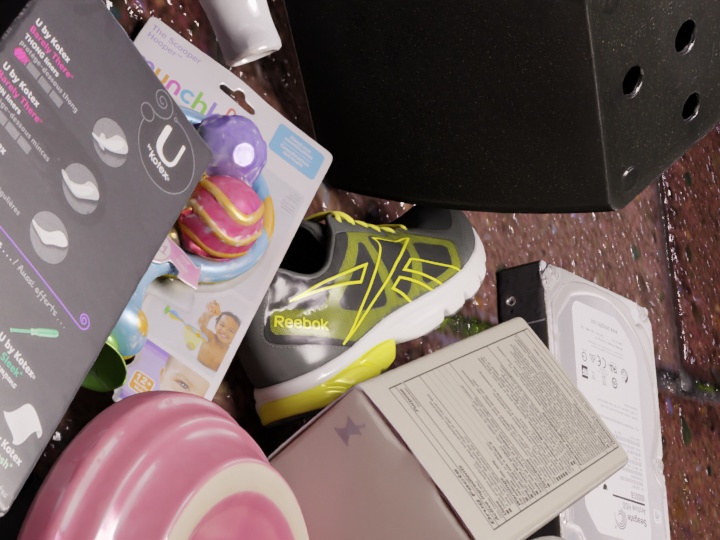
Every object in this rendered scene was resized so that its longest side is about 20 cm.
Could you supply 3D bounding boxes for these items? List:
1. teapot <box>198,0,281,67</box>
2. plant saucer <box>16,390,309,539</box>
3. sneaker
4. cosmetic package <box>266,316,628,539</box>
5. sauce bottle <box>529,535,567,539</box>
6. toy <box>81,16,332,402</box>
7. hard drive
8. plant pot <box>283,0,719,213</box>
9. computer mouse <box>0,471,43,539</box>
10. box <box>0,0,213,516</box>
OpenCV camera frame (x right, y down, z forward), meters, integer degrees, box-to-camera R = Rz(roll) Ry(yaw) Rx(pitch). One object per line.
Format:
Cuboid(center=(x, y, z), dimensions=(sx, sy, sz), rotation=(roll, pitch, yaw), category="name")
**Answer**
Cuboid(center=(-0.085, -0.198, 0.841), dimensions=(0.200, 0.197, 0.146), rotation=(-53, 139, -35), category="teapot")
Cuboid(center=(-0.073, 0.150, 0.769), dimensions=(0.200, 0.051, 0.201), rotation=(-16, 108, -63), category="plant saucer")
Cuboid(center=(0.000, 0.000, 0.963), dimensions=(0.200, 0.074, 0.085), rotation=(-46, 115, -52), category="sneaker")
Cuboid(center=(0.043, 0.099, 0.934), dimensions=(0.103, 0.087, 0.200), rotation=(54, 25, 11), category="cosmetic package")
Cuboid(center=(0.108, 0.181, 0.993), dimensions=(0.200, 0.066, 0.066), rotation=(68, 21, -64), category="sauce bottle")
Cuboid(center=(-0.080, -0.030, 0.854), dimensions=(0.115, 0.047, 0.200), rotation=(38, 50, -15), category="toy")
Cuboid(center=(0.141, 0.105, 1.163), dimensions=(0.140, 0.038, 0.200), rotation=(23, 60, -50), category="hard drive")
Cuboid(center=(0.095, -0.142, 0.960), dimensions=(0.200, 0.177, 0.200), rotation=(-40, 137, -30), category="plant pot")
Cuboid(center=(-0.150, 0.160, 0.706), dimensions=(0.200, 0.046, 0.141), rotation=(-29, 101, -56), category="computer mouse")
Cuboid(center=(-0.159, -0.006, 0.690), dimensions=(0.106, 0.122, 0.200), rotation=(54, 39, -27), category="box")
